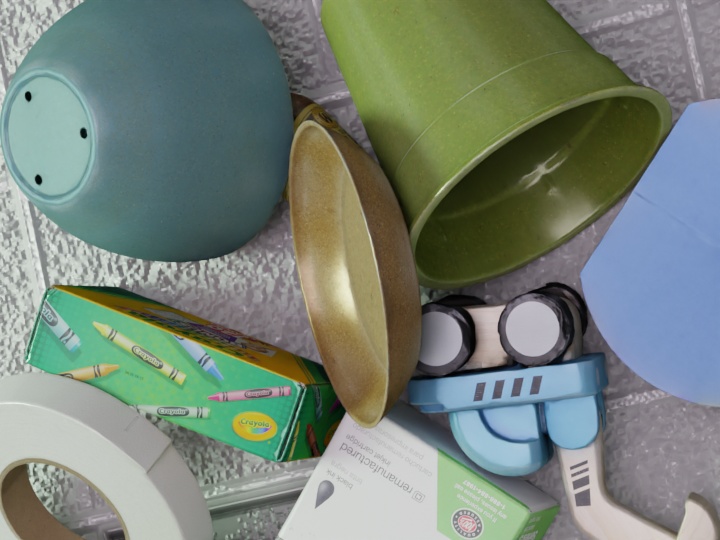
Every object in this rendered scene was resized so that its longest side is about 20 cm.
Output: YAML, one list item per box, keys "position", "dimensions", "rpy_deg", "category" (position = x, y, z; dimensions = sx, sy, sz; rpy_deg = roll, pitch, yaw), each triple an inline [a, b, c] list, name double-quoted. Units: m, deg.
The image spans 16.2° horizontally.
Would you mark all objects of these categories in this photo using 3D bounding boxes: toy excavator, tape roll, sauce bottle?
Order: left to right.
- position: [-0.194, 0.160, 1.732]
  dimensions: [0.202, 0.037, 0.203]
  rpy_deg: [18, 132, 21]
  category: "tape roll"
- position: [-0.034, -0.075, 1.727]
  dimensions: [0.200, 0.065, 0.065]
  rpy_deg: [45, 102, 12]
  category: "sauce bottle"
- position: [0.132, 0.110, 1.657]
  dimensions: [0.194, 0.100, 0.201]
  rpy_deg: [-6, 93, 12]
  category: "toy excavator"

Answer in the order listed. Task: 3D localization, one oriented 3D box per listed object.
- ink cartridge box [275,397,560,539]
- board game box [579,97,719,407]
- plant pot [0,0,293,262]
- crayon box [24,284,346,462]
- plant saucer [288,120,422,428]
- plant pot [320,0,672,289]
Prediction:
- position: [0.018, 0.206, 1.695]
  dimensions: [0.145, 0.084, 0.201]
  rpy_deg: [31, 99, 16]
  category: "ink cartridge box"
- position: [0.245, -0.011, 1.649]
  dimensions: [0.158, 0.039, 0.200]
  rpy_deg: [33, 98, 5]
  category: "board game box"
- position: [-0.163, -0.096, 1.699]
  dimensions: [0.199, 0.135, 0.201]
  rpy_deg: [9, 104, 38]
  category: "plant pot"
- position: [-0.114, 0.069, 1.723]
  dimensions: [0.199, 0.119, 0.059]
  rpy_deg: [20, 95, 17]
  category: "crayon box"
- position: [0.000, 0.000, 1.617]
  dimensions: [0.035, 0.200, 0.201]
  rpy_deg: [-11, 85, -15]
  category: "plant saucer"
- position: [0.070, -0.123, 1.647]
  dimensions: [0.200, 0.200, 0.190]
  rpy_deg: [-38, 65, 14]
  category: "plant pot"
